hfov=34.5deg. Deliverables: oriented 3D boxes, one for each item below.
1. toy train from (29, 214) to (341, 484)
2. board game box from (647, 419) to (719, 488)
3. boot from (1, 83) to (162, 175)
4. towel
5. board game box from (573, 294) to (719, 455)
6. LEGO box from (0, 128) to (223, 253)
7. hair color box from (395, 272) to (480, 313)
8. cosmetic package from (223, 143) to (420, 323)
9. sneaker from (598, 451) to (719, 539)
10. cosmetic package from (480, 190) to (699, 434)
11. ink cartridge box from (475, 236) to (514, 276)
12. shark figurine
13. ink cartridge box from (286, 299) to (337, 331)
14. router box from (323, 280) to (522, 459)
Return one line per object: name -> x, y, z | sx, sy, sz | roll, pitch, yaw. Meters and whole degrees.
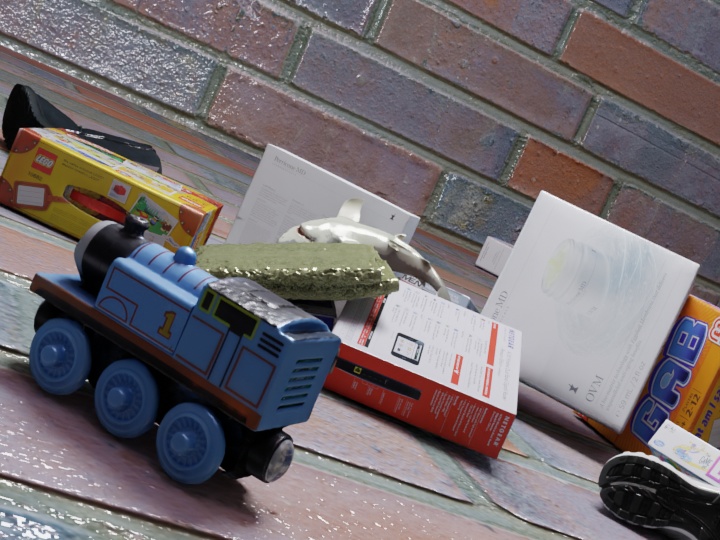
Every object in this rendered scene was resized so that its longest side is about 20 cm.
toy train -> -0.112, 0.045, 0.700 | 0.198, 0.116, 0.086 | 29, 8, 23
board game box -> 0.382, 0.236, 1.130 | 0.199, 0.034, 0.135 | 33, -15, 44
boot -> -0.350, -0.156, 1.470 | 0.167, 0.077, 0.200 | 14, 20, -41
towel -> -0.067, 0.002, 1.098 | 0.196, 0.037, 0.148 | 0, 10, -6
board game box -> 0.425, 0.151, 1.424 | 0.198, 0.202, 0.200 | 21, 8, -26
LEGO box -> -0.254, -0.071, 1.200 | 0.198, 0.078, 0.149 | 25, 7, -2
hair color box -> 0.091, 0.051, 1.445 | 0.098, 0.061, 0.200 | 26, -3, 13
cosmetic package -> -0.050, -0.037, 1.357 | 0.198, 0.153, 0.052 | 28, 8, 17
sneaker -> 0.314, 0.224, 1.056 | 0.198, 0.075, 0.079 | 28, 2, 17
cosmetic package -> 0.253, 0.049, 1.330 | 0.198, 0.202, 0.123 | 26, -4, 16
ink cartridge box -> 0.407, -0.008, 2.974 | 0.198, 0.087, 0.146 | 25, 7, 13
shark figurine -> 0.021, 0.001, 1.276 | 0.212, 0.090, 0.128 | 25, 35, 9
ink cartridge box -> -0.074, 0.033, 1.154 | 0.093, 0.038, 0.200 | 8, 7, -5
router box -> 0.061, 0.080, 1.097 | 0.177, 0.049, 0.200 | 23, 20, 2
